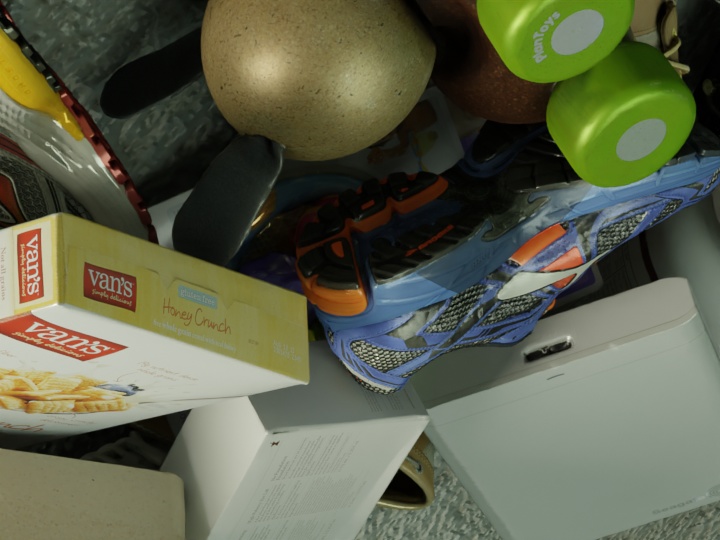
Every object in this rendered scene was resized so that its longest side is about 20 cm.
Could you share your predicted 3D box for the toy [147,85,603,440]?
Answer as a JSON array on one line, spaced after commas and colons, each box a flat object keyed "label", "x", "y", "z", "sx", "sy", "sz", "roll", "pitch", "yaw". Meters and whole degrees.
[{"label": "toy", "x": 0.000, "y": 0.000, "z": 1.112, "sx": 0.199, "sy": 0.047, "sz": 0.116, "roll": -24, "pitch": 109, "yaw": -7}]

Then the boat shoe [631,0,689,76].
[{"label": "boat shoe", "x": 0.117, "y": -0.093, "z": 1.201, "sx": 0.074, "sy": 0.066, "sz": 0.201, "roll": -16, "pitch": 137, "yaw": -33}]

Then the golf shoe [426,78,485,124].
[{"label": "golf shoe", "x": 0.034, "y": -0.023, "z": 1.192, "sx": 0.097, "sy": 0.078, "sz": 0.201, "roll": -20, "pitch": 138, "yaw": -19}]

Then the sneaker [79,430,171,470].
[{"label": "sneaker", "x": -0.111, "y": 0.103, "z": 1.196, "sx": 0.200, "sy": 0.070, "sz": 0.081, "roll": 10, "pitch": 114, "yaw": -57}]

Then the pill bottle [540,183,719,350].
[{"label": "pill bottle", "x": 0.157, "y": 0.017, "z": 1.264, "sx": 0.109, "sy": 0.110, "sz": 0.200, "roll": -1, "pitch": 151, "yaw": -43}]

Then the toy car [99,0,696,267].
[{"label": "toy car", "x": -0.001, "y": -0.085, "z": 1.028, "sx": 0.199, "sy": 0.165, "sz": 0.158, "roll": -34, "pitch": 144, "yaw": 5}]

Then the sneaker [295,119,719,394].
[{"label": "sneaker", "x": 0.063, "y": -0.014, "z": 1.074, "sx": 0.199, "sy": 0.075, "sz": 0.079, "roll": -22, "pitch": 132, "yaw": -19}]

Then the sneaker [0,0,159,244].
[{"label": "sneaker", "x": -0.144, "y": -0.045, "z": 1.004, "sx": 0.082, "sy": 0.078, "sz": 0.200, "roll": -37, "pitch": 135, "yaw": -1}]

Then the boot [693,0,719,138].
[{"label": "boot", "x": 0.193, "y": -0.108, "z": 1.222, "sx": 0.203, "sy": 0.073, "sz": 0.154, "roll": -32, "pitch": 152, "yaw": -53}]

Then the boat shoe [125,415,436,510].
[{"label": "boat shoe", "x": -0.041, "y": 0.067, "z": 1.178, "sx": 0.199, "sy": 0.077, "sz": 0.072, "roll": 13, "pitch": 139, "yaw": -34}]

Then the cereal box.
[{"label": "cereal box", "x": -0.139, "y": 0.032, "z": 1.002, "sx": 0.199, "sy": 0.040, "sz": 0.144, "roll": -14, "pitch": 159, "yaw": 35}]

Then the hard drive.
[{"label": "hard drive", "x": 0.106, "y": 0.072, "z": 1.196, "sx": 0.131, "sy": 0.026, "sz": 0.200, "roll": -19, "pitch": 151, "yaw": 9}]

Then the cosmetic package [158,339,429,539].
[{"label": "cosmetic package", "x": -0.052, "y": 0.111, "z": 1.119, "sx": 0.082, "sy": 0.051, "sz": 0.200, "roll": -5, "pitch": 140, "yaw": -36}]

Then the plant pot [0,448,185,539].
[{"label": "plant pot", "x": -0.185, "y": 0.194, "z": 1.034, "sx": 0.199, "sy": 0.178, "sz": 0.200, "roll": 11, "pitch": 140, "yaw": -33}]
